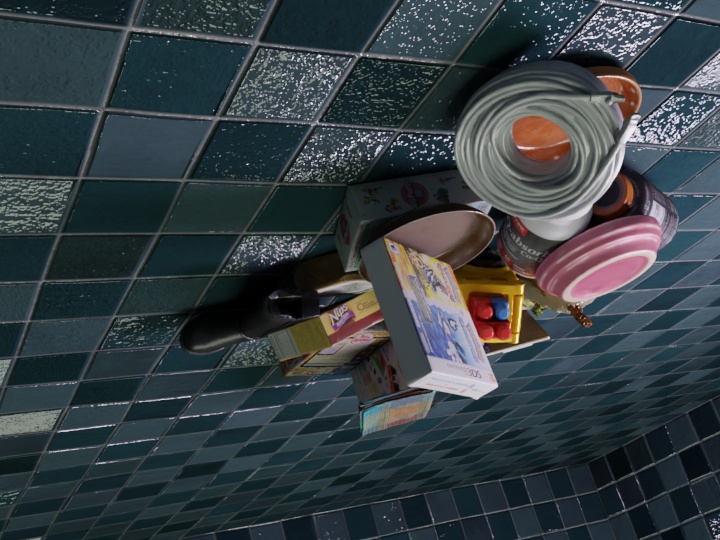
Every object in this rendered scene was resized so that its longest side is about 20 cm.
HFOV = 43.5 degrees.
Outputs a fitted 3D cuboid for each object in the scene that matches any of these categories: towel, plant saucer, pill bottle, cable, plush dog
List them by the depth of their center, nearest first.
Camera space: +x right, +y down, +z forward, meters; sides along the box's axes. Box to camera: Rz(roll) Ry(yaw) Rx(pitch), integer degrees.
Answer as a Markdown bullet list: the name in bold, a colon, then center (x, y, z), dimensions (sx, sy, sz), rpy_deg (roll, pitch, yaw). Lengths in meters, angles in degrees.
- **cable**: center (0.215, -0.156, 1.086), dimensions (0.200, 0.069, 0.200), rpy_deg (19, 131, 8)
- **plant saucer**: center (0.265, -0.201, 1.179), dimensions (0.200, 0.032, 0.200), rpy_deg (-14, 155, -7)
- **plant saucer**: center (0.089, -0.040, 1.258), dimensions (0.200, 0.032, 0.200), rpy_deg (-14, 156, -6)
- **pill bottle**: center (0.278, -0.079, 1.347), dimensions (0.116, 0.116, 0.200), rpy_deg (-12, 155, -10)
- **plant saucer**: center (0.364, -0.010, 1.358), dimensions (0.200, 0.051, 0.201), rpy_deg (-18, 157, -8)
- **pill bottle**: center (0.418, -0.097, 1.412), dimensions (0.106, 0.106, 0.200), rpy_deg (-30, 153, 27)
- **plush dog**: center (0.391, -0.002, 1.567), dimensions (0.172, 0.161, 0.200), rpy_deg (-32, 157, -26)
- **towel**: center (0.067, 0.263, 1.688), dimensions (0.146, 0.022, 0.200), rpy_deg (-15, 157, -7)

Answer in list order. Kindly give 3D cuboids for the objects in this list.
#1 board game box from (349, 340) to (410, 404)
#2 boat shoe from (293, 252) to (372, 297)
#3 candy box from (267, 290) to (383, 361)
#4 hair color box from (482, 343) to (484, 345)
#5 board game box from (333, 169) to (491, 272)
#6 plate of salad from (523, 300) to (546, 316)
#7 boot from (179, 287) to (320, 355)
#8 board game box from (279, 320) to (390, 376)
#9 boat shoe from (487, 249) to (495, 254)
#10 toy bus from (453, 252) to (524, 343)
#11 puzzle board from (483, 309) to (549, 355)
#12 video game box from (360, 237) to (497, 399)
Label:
- **board game box**: center (0.056, 0.186, 1.728), dimensions (0.040, 0.153, 0.200), rpy_deg (1, 151, -37)
- **boat shoe**: center (0.000, 0.000, 1.398), dimensions (0.199, 0.071, 0.069), rpy_deg (-10, 158, 8)
- **candy box**: center (-0.056, 0.090, 1.462), dimensions (0.117, 0.057, 0.200), rpy_deg (-25, -177, -31)
- **hair color box**: center (0.135, 0.095, 1.648), dimensions (0.061, 0.102, 0.200), rpy_deg (-32, 153, 31)
- **board game box**: center (0.073, -0.073, 1.289), dimensions (0.199, 0.064, 0.148), rpy_deg (-11, 155, -16)
- **plate of salad**: center (0.350, 0.042, 1.741), dimensions (0.199, 0.048, 0.200), rpy_deg (-14, 156, -6)
- **boot**: center (-0.172, 0.078, 1.386), dimensions (0.165, 0.066, 0.200), rpy_deg (-16, 179, -31)
- **board game box**: center (-0.039, 0.138, 1.693), dimensions (0.151, 0.046, 0.200), rpy_deg (3, 149, -38)
- **boat shoe**: center (0.223, 0.027, 1.592), dimensions (0.068, 0.075, 0.200), rpy_deg (-20, 154, 4)
- **toy bus**: center (0.160, 0.057, 1.416), dimensions (0.199, 0.136, 0.192), rpy_deg (2, -163, -6)
- **puzzle board**: center (0.254, 0.132, 1.785), dimensions (0.199, 0.151, 0.017), rpy_deg (-15, 112, -5)
- **video game box**: center (0.094, 0.067, 1.207), dimensions (0.047, 0.200, 0.182), rpy_deg (-31, 153, 24)
